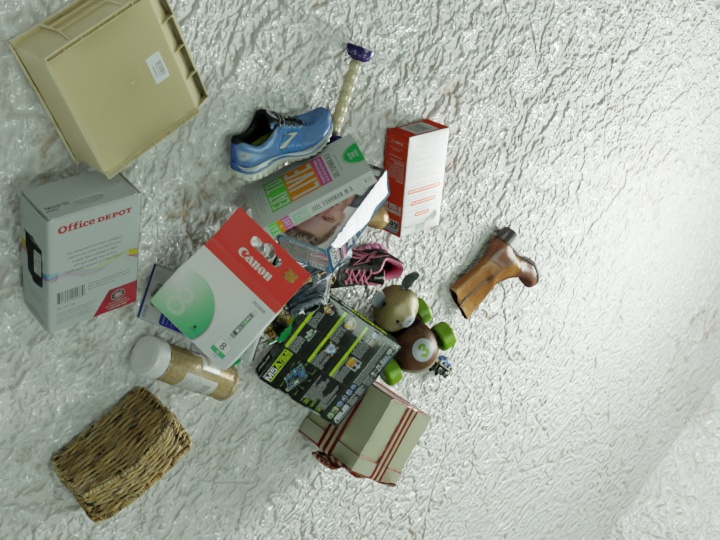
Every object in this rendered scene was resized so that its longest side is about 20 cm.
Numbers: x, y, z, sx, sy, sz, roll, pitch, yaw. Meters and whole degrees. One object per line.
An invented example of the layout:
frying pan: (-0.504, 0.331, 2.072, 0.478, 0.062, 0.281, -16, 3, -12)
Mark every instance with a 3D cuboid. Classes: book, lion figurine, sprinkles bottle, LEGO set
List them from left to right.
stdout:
sprinkles bottle: (-0.290, 0.165, 1.690, 0.200, 0.068, 0.069, 29, 90, -51)
LEGO set: (-0.191, 0.060, 1.726, 0.200, 0.116, 0.154, -31, 152, -48)
book: (-0.081, -0.132, 1.627, 0.199, 0.134, 0.048, -28, 125, 1)
lion figurine: (-0.004, -0.099, 1.795, 0.199, 0.122, 0.073, -12, 121, -43)

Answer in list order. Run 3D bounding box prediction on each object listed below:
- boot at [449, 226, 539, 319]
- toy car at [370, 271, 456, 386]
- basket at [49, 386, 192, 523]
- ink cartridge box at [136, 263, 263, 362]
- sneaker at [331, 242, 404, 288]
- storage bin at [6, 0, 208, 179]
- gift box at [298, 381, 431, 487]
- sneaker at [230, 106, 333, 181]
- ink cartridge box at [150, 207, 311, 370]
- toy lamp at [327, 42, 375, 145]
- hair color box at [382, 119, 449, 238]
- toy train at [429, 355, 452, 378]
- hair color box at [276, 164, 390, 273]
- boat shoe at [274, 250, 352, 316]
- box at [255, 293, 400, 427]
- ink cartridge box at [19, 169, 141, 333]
boot: (0.298, 0.033, 2.233, 0.200, 0.068, 0.189, -49, 139, -13)
toy car: (0.079, 0.090, 1.948, 0.164, 0.158, 0.201, -31, 142, -18)
basket: (-0.367, 0.319, 1.640, 0.200, 0.142, 0.150, -40, 135, -23)
ink cartridge box: (-0.248, 0.066, 1.615, 0.037, 0.199, 0.095, -56, 167, -79)
sneaker: (0.000, 0.000, 1.880, 0.199, 0.095, 0.079, -15, 124, -39)
storage bin: (-0.332, -0.266, 1.377, 0.198, 0.093, 0.201, -42, 136, -23)
gift box: (0.010, 0.320, 2.002, 0.184, 0.200, 0.187, 32, 89, -45)
sneaker: (-0.125, -0.221, 1.633, 0.200, 0.078, 0.090, -32, 135, -30)
ink cartridge box: (-0.200, 0.029, 1.565, 0.200, 0.161, 0.050, -47, 180, 13)
toy lamp: (-0.030, -0.279, 1.715, 0.058, 0.058, 0.201, 10, 105, -49)
hair color box: (0.100, -0.173, 1.908, 0.111, 0.064, 0.201, -19, 124, -40)
toy train: (0.145, 0.182, 2.188, 0.200, 0.034, 0.046, 41, 69, -49)
hair color box: (-0.042, -0.095, 1.666, 0.200, 0.100, 0.061, -55, 151, -33)
boat shoe: (-0.072, 0.019, 1.721, 0.200, 0.071, 0.091, -19, 80, -51)
box: (-0.059, 0.161, 1.860, 0.193, 0.048, 0.200, 35, 98, -21)
ink cartridge box: (-0.392, -0.031, 1.427, 0.145, 0.083, 0.201, -22, 139, -37)
